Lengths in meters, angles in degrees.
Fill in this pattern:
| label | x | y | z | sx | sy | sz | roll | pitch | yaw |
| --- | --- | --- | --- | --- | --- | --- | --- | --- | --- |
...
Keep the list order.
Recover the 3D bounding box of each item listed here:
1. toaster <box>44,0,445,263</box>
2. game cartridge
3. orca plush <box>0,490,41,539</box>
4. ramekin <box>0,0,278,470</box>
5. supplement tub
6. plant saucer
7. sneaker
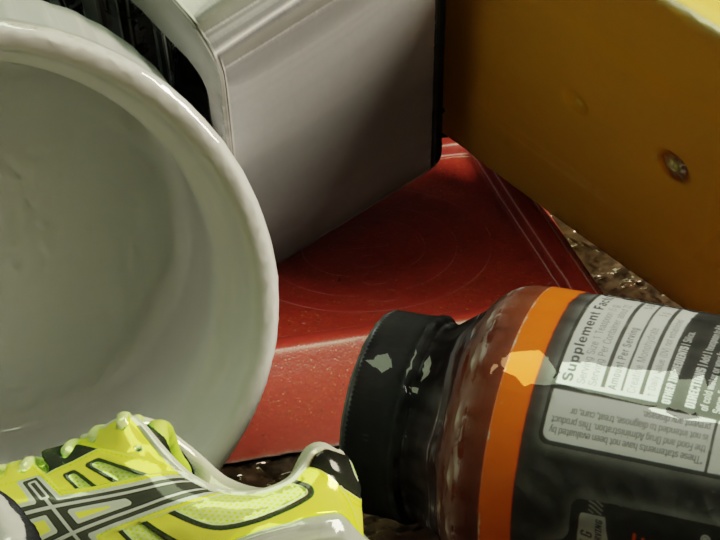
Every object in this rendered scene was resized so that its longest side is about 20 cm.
| label | x | y | z | sx | sy | sz | roll | pitch | yaw |
| --- | --- | --- | --- | --- | --- | --- | --- | --- | --- |
| toaster | -0.055 | -0.123 | 0.847 | 0.118 | 0.200 | 0.181 | -36 | 66 | -19 |
| game cartridge | 0.092 | -0.074 | 0.843 | 0.200 | 0.177 | 0.032 | 39 | 67 | 24 |
| orca plush | -0.169 | 0.102 | 0.638 | 0.198 | 0.071 | 0.106 | -11 | 41 | 16 |
| ramekin | -0.133 | 0.000 | 0.756 | 0.199 | 0.202 | 0.098 | -6 | 22 | -9 |
| supplement tub | 0.096 | 0.065 | 0.716 | 0.198 | 0.108 | 0.107 | 10 | 31 | 20 |
| plant saucer | 0.000 | 0.000 | 0.905 | 0.198 | 0.037 | 0.200 | -9 | 30 | -11 |
| sneaker | -0.092 | 0.082 | 0.702 | 0.198 | 0.077 | 0.075 | 7 | -3 | 3 |
